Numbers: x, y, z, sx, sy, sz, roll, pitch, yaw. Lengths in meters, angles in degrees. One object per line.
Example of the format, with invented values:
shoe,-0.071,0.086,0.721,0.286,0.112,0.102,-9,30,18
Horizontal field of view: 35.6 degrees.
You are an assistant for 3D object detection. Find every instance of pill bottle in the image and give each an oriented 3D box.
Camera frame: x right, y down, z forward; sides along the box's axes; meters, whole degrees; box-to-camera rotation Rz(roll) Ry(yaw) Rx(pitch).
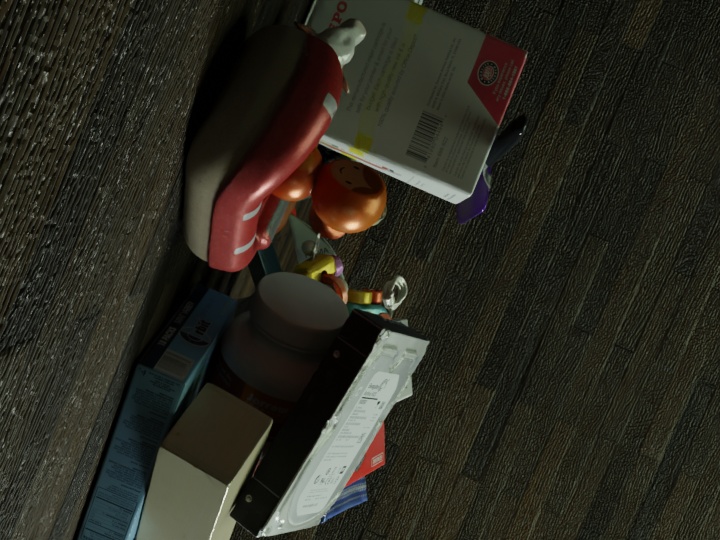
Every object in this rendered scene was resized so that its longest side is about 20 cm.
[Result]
pill bottle,-0.082,0.108,0.999,0.112,0.111,0.201,-68,180,-62

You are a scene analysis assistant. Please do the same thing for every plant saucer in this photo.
plant saucer,-0.083,0.024,1.070,0.070,0.019,0.202,-72,144,-75

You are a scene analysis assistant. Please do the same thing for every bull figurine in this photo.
bull figurine,-0.058,-0.117,0.908,0.121,0.065,0.201,-92,-152,-77

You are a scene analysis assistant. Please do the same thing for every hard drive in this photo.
hard drive,-0.021,0.132,0.961,0.201,0.038,0.140,-59,159,3

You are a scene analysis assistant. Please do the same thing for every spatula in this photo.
spatula,0.123,-0.098,1.059,0.200,0.020,0.057,115,-16,-70

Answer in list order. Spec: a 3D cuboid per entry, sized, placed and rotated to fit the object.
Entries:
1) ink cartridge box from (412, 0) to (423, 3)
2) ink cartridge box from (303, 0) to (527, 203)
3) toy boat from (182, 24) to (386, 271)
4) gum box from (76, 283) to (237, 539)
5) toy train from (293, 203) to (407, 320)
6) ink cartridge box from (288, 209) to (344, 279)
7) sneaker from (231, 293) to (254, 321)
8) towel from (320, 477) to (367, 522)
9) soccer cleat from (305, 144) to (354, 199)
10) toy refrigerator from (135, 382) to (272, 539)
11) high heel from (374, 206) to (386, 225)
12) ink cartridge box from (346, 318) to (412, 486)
ink cartridge box,0.019,-0.283,1.215,0.147,0.082,0.202,113,0,-85
ink cartridge box,0.033,-0.169,1.042,0.083,0.198,0.146,167,-54,-86
toy boat,-0.043,-0.068,0.763,0.200,0.130,0.131,114,-1,-65
gum box,-0.175,0.134,0.966,0.170,0.044,0.201,-69,-178,-68
toy train,0.000,0.000,1.115,0.151,0.055,0.201,-56,134,-26
ink cartridge box,-0.049,-0.034,1.268,0.160,0.047,0.202,75,3,-88
sneaker,-0.078,0.103,1.329,0.081,0.200,0.088,-47,-176,-36
towel,-0.021,0.171,1.266,0.145,0.024,0.202,7,80,-72
soccer cleat,-0.019,-0.133,1.126,0.199,0.068,0.081,-30,176,5
toy refrigerator,-0.138,0.188,0.931,0.076,0.070,0.201,-55,171,-44
high heel,-0.025,-0.124,1.239,0.200,0.071,0.144,-142,-140,-69
ink cartridge box,0.009,0.150,1.263,0.200,0.044,0.178,-7,94,-69
